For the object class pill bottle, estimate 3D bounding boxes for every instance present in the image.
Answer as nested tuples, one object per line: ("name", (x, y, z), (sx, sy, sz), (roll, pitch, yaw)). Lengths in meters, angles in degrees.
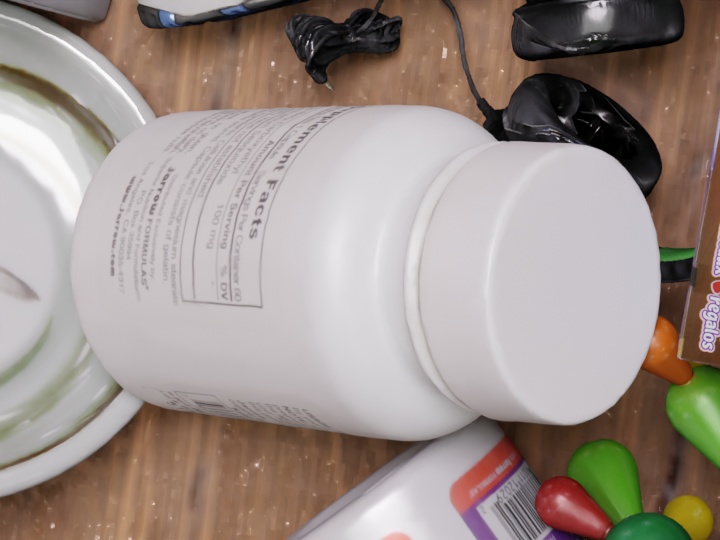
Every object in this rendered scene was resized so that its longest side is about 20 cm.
("pill bottle", (0.059, 0.162, 0.770), (0.111, 0.111, 0.201), (-36, 88, 8))
("pill bottle", (0.000, 0.000, 0.724), (0.199, 0.114, 0.115), (3, 94, 45))

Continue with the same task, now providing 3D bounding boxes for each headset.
("headset", (0.071, -0.068, 0.751), (0.199, 0.094, 0.125), (20, 109, 35))

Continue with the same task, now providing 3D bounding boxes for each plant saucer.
("plant saucer", (-0.165, -0.006, 0.804), (0.198, 0.050, 0.202), (4, 75, -14))

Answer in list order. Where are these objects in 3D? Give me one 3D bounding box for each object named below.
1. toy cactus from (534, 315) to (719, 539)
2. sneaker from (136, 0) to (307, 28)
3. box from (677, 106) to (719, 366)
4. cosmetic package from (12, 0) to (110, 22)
("toy cactus", (0.126, 0.102, 0.680), (0.199, 0.102, 0.166), (12, 67, 42))
("sneaker", (0.003, -0.148, 0.780), (0.198, 0.076, 0.078), (-13, 95, 7))
("box", (0.180, -0.059, 0.628), (0.136, 0.039, 0.202), (10, 107, 11))
("cosmetic package", (-0.180, -0.219, 0.781), (0.198, 0.123, 0.201), (15, 95, 8))
